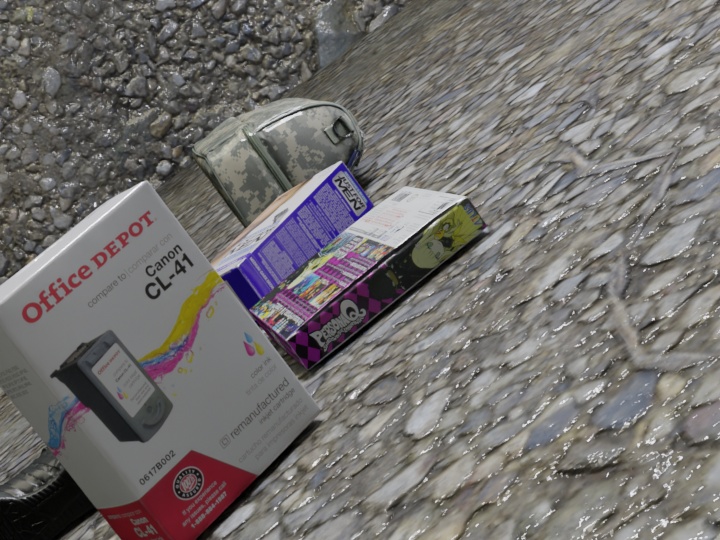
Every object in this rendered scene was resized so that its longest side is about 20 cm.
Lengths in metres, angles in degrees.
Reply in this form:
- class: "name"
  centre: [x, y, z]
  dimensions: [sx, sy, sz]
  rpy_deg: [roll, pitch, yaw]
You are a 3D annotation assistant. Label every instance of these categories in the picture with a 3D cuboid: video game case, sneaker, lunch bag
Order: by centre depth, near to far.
- class: "video game case"
  centre: [0.000, 0.000, 1.253]
  dimensions: [0.181, 0.036, 0.200]
  rpy_deg: [-38, 12, -7]
- class: "sneaker"
  centre: [-0.246, 0.171, 1.259]
  dimensions: [0.199, 0.060, 0.104]
  rpy_deg: [-31, 13, 1]
- class: "lunch bag"
  centre: [-0.086, -0.127, 1.736]
  dimensions: [0.167, 0.140, 0.200]
  rpy_deg: [-38, 13, -3]

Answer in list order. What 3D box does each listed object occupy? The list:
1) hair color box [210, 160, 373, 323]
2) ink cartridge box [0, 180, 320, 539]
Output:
- class: "hair color box"
  centre: [-0.083, -0.018, 1.498]
  dimensions: [0.109, 0.065, 0.200]
  rpy_deg: [-26, 14, 43]
- class: "ink cartridge box"
  centre: [-0.145, 0.066, 1.012]
  dimensions: [0.148, 0.201, 0.085]
  rpy_deg: [-43, 14, -29]
